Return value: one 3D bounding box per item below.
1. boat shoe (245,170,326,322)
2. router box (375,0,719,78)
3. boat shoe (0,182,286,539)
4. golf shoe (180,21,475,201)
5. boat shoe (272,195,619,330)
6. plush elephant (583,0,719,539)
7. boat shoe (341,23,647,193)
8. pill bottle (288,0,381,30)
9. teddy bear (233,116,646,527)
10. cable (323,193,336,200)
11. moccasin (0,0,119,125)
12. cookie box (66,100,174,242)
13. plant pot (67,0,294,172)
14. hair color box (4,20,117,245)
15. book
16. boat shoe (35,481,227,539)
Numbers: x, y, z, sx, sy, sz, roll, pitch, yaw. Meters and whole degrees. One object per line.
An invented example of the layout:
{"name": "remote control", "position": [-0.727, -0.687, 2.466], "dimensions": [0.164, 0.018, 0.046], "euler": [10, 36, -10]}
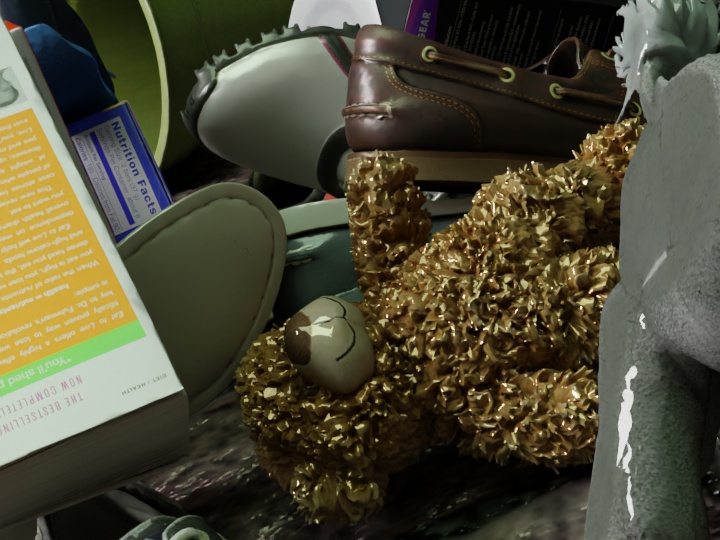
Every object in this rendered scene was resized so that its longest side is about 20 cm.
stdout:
{"name": "boat shoe", "position": [-0.028, -0.036, 0.891], "dimensions": [0.073, 0.065, 0.200], "euler": [-2, 29, 39]}
{"name": "router box", "position": [0.077, -0.159, 0.811], "dimensions": [0.148, 0.051, 0.201], "euler": [6, 37, -13]}
{"name": "boat shoe", "position": [-0.103, 0.049, 0.662], "dimensions": [0.201, 0.072, 0.059], "euler": [-56, 17, -8]}
{"name": "golf shoe", "position": [0.019, -0.053, 0.760], "dimensions": [0.198, 0.078, 0.089], "euler": [8, 40, -14]}
{"name": "boat shoe", "position": [0.058, 0.003, 0.695], "dimensions": [0.198, 0.062, 0.073], "euler": [-3, -15, -6]}
{"name": "plush elephant", "position": [0.157, 0.001, 0.499], "dimensions": [0.153, 0.165, 0.202], "euler": [10, 52, -14]}
{"name": "boat shoe", "position": [0.088, -0.064, 0.714], "dimensions": [0.198, 0.071, 0.070], "euler": [4, -5, -25]}
{"name": "pill bottle", "position": [0.068, -0.119, 0.896], "dimensions": [0.198, 0.114, 0.112], "euler": [-11, 10, -33]}
{"name": "teddy bear", "position": [0.046, 0.012, 0.616], "dimensions": [0.198, 0.146, 0.067], "euler": [-10, -23, 3]}
{"name": "cable", "position": [0.000, 0.000, 0.771], "dimensions": [0.096, 0.051, 0.200], "euler": [3, 21, 7]}
{"name": "moccasin", "position": [-0.164, -0.109, 0.872], "dimensions": [0.080, 0.069, 0.200], "euler": [-26, -6, -17]}
{"name": "cookie box", "position": [-0.202, -0.007, 0.918], "dimensions": [0.198, 0.076, 0.171], "euler": [-24, -2, -10]}
{"name": "plant pot", "position": [-0.122, -0.167, 1.212], "dimensions": [0.189, 0.202, 0.199], "euler": [-20, 14, -38]}
{"name": "hair color box", "position": [-0.211, -0.012, 0.699], "dimensions": [0.199, 0.112, 0.064], "euler": [-26, 16, -12]}
{"name": "book", "position": [-0.158, -0.002, 0.590], "dimensions": [0.133, 0.048, 0.201], "euler": [-19, 59, -17]}
{"name": "boat shoe", "position": [-0.062, 0.114, 0.529], "dimensions": [0.070, 0.064, 0.200], "euler": [-29, 20, -21]}
